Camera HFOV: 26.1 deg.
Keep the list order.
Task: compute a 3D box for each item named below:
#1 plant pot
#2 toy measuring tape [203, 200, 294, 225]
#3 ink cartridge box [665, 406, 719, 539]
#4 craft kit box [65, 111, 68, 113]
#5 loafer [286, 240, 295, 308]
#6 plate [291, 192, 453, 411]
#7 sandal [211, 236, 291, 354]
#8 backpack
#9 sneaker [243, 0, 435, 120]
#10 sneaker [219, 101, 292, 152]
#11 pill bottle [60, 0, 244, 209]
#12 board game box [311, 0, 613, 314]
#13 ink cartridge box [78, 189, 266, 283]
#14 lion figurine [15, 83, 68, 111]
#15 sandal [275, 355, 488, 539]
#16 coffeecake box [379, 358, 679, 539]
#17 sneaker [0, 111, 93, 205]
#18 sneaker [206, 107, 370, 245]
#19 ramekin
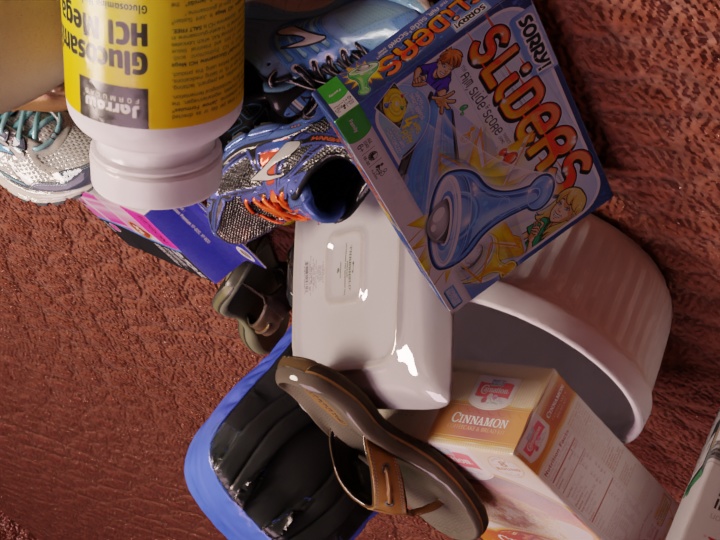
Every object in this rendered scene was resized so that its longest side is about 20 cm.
[{"bbox_3d":[-0.229,-0.194,1.014,0.133,0.202,0.200,-4,162,-14],"label":"plant pot"},{"bbox_3d":[-0.137,-0.092,1.236,0.199,0.074,0.074,32,157,-6],"label":"toy measuring tape"},{"bbox_3d":[0.302,0.152,1.055,0.145,0.201,0.084,24,158,9],"label":"ink cartridge box"},{"bbox_3d":[-0.319,-0.188,1.282,0.199,0.049,0.198,19,158,24],"label":"craft kit box"},{"bbox_3d":[0.020,0.032,1.309,0.198,0.073,0.073,20,153,19],"label":"loafer"},{"bbox_3d":[0.000,0.000,1.113,0.032,0.202,0.199,5,172,-31],"label":"plate"},{"bbox_3d":[-0.083,0.027,1.412,0.057,0.080,0.201,26,167,17],"label":"sandal"},{"bbox_3d":[-0.041,0.147,1.268,0.162,0.200,0.168,42,151,-2],"label":"backpack"},{"bbox_3d":[-0.018,-0.129,0.988,0.199,0.090,0.078,3,146,44],"label":"sneaker"},{"bbox_3d":[-0.100,-0.117,1.121,0.073,0.082,0.201,18,153,31],"label":"sneaker"},{"bbox_3d":[-0.126,-0.145,0.946,0.112,0.112,0.202,18,122,25],"label":"pill bottle"},{"bbox_3d":[0.069,-0.075,0.949,0.035,0.135,0.200,53,178,42],"label":"board game box"},{"bbox_3d":[-0.166,-0.040,1.281,0.199,0.037,0.095,17,157,51],"label":"ink cartridge box"},{"bbox_3d":[-0.236,-0.139,1.128,0.123,0.198,0.073,-90,-14,-74],"label":"lion figurine"},{"bbox_3d":[0.009,0.137,1.102,0.200,0.055,0.081,45,154,-26],"label":"sandal"},{"bbox_3d":[0.125,0.151,1.157,0.153,0.073,0.200,3,145,49],"label":"coffeecake box"},{"bbox_3d":[-0.289,-0.118,1.244,0.198,0.078,0.087,19,153,21],"label":"sneaker"},{"bbox_3d":[-0.042,-0.064,1.078,0.075,0.079,0.199,22,142,-34],"label":"sneaker"},{"bbox_3d":[0.132,0.033,1.132,0.199,0.106,0.201,24,158,11],"label":"ramekin"}]
